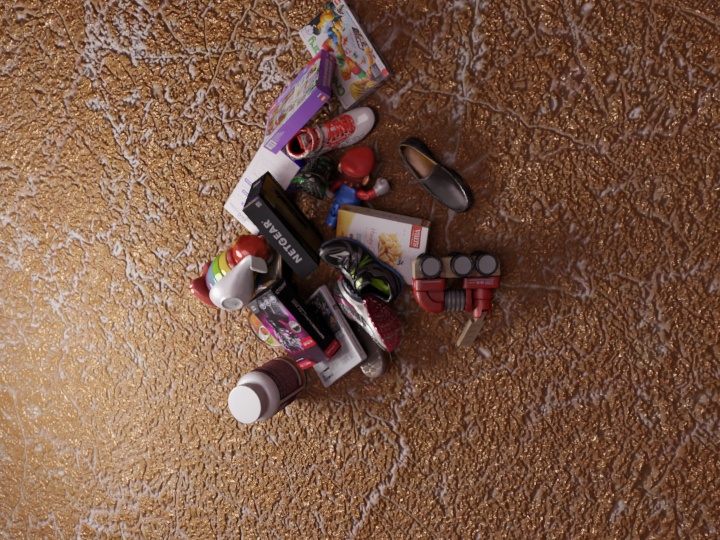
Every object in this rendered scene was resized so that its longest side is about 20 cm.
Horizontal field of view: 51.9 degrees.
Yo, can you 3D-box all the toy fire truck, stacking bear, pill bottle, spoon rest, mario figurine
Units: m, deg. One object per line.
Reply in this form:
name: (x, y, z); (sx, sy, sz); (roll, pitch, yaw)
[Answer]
toy fire truck: (0.194, 0.064, 1.521); (0.173, 0.129, 0.204); (-2, 94, -2)
stacking bear: (-0.288, -0.009, 1.712); (0.113, 0.122, 0.200); (40, 127, -11)
pill bottle: (-0.215, 0.275, 1.702); (0.111, 0.200, 0.115); (4, 101, 22)
spoon rest: (-0.266, 0.027, 1.651); (0.200, 0.098, 0.061); (-44, 40, 42)
mario figurine: (-0.009, -0.176, 1.614); (0.121, 0.107, 0.202); (11, 119, -15)

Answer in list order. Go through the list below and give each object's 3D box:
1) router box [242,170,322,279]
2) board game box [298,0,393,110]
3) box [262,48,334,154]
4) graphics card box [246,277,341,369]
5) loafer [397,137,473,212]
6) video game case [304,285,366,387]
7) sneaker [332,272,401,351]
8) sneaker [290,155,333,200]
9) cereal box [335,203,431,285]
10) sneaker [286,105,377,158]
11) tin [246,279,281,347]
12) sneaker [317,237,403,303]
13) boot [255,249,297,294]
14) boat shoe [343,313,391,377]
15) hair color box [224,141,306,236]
router box: (-0.163, -0.100, 1.595); (0.052, 0.158, 0.201); (-33, 113, 16)
board game box: (-0.032, -0.464, 1.580); (0.126, 0.035, 0.202); (-34, 85, 26)
box: (-0.131, -0.357, 1.571); (0.039, 0.138, 0.199); (28, 134, -28)
graphics card box: (-0.147, 0.119, 1.619); (0.201, 0.051, 0.125); (52, 143, -9)
loafer: (0.148, -0.193, 1.529); (0.200, 0.072, 0.073); (43, 112, 10)
video game case: (-0.078, 0.151, 1.662); (0.183, 0.023, 0.200); (59, 144, 9)
sneaker: (0.014, 0.093, 1.580); (0.201, 0.080, 0.075); (53, 129, 26)
sneaker: (-0.099, -0.206, 1.571); (0.077, 0.200, 0.086); (26, 100, -10)
cereal box: (0.045, -0.054, 1.580); (0.197, 0.040, 0.146); (12, 121, 11)
sneaker: (-0.065, -0.292, 1.585); (0.199, 0.108, 0.068); (-20, 92, 25)
tin: (-0.198, 0.101, 1.711); (0.112, 0.042, 0.201); (40, 138, 9)
sneaker: (0.000, 0.000, 1.552); (0.198, 0.083, 0.071); (32, 124, -3)
boot: (-0.205, -0.006, 1.715); (0.095, 0.075, 0.204); (3, 106, 23)
boat shoe: (0.018, 0.142, 1.647); (0.075, 0.071, 0.203); (-23, 71, 29)
hair color box: (-0.214, -0.191, 1.694); (0.109, 0.065, 0.201); (41, 111, 11)
